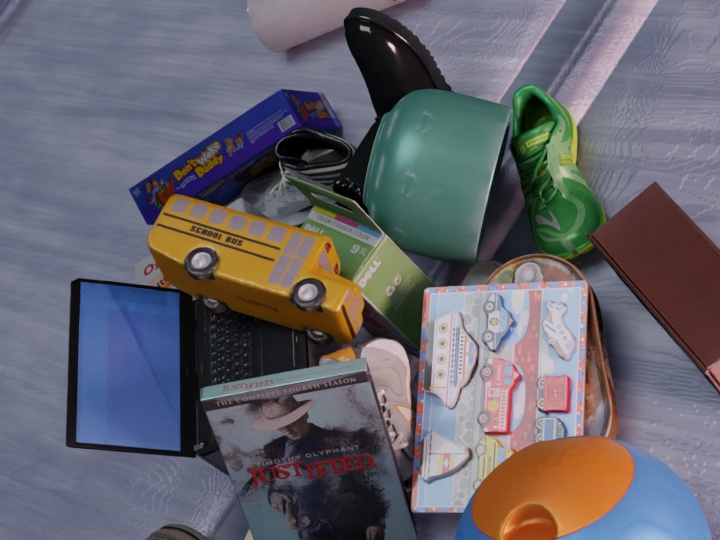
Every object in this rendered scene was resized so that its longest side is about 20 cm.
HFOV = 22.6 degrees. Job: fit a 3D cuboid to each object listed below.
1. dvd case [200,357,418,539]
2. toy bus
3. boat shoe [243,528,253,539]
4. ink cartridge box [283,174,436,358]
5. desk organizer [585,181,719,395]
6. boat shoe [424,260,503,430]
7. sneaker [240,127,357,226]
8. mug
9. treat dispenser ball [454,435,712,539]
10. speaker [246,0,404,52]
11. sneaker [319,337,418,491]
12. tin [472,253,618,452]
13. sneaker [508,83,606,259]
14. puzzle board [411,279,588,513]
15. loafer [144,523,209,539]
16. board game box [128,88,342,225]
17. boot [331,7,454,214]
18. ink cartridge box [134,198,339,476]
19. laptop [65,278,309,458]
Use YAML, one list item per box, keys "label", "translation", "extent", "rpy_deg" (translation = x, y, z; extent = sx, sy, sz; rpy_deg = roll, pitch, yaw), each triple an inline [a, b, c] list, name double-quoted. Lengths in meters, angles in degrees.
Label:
- label: "dvd case"
  translation: [-0.041, 0.167, 1.536]
  extent: [0.145, 0.201, 0.022]
  rpy_deg: [-10, 34, 8]
- label: "toy bus"
  translation: [-0.088, -0.001, 1.580]
  extent: [0.199, 0.065, 0.079]
  rpy_deg: [16, 62, 22]
- label: "boat shoe"
  translation: [-0.038, 0.199, 1.648]
  extent: [0.069, 0.074, 0.201]
  rpy_deg: [18, 82, 42]
- label: "ink cartridge box"
  translation: [0.000, 0.000, 1.659]
  extent: [0.104, 0.200, 0.059]
  rpy_deg: [25, 75, 46]
- label: "desk organizer"
  translation: [0.281, 0.019, 1.517]
  extent: [0.077, 0.072, 0.200]
  rpy_deg: [-40, 44, 5]
- label: "boat shoe"
  translation: [0.100, 0.072, 1.624]
  extent: [0.074, 0.068, 0.201]
  rpy_deg: [-11, 55, 33]
- label: "sneaker"
  translation: [-0.067, -0.105, 1.849]
  extent: [0.200, 0.115, 0.076]
  rpy_deg: [-6, 57, 39]
- label: "mug"
  translation: [0.068, -0.084, 1.664]
  extent: [0.114, 0.185, 0.153]
  rpy_deg: [14, 73, 5]
- label: "treat dispenser ball"
  translation: [0.169, 0.226, 1.363]
  extent: [0.200, 0.201, 0.202]
  rpy_deg: [-21, 50, 26]
- label: "speaker"
  translation: [-0.026, -0.310, 1.990]
  extent: [0.199, 0.081, 0.082]
  rpy_deg: [-19, 50, 29]
- label: "sneaker"
  translation: [0.022, 0.132, 1.564]
  extent: [0.075, 0.200, 0.092]
  rpy_deg: [-20, 58, 7]
- label: "tin"
  translation: [0.159, 0.085, 1.552]
  extent: [0.111, 0.042, 0.201]
  rpy_deg: [-12, 69, 15]
- label: "sneaker"
  translation: [0.171, -0.091, 1.672]
  extent: [0.074, 0.084, 0.201]
  rpy_deg: [-28, 47, 19]
- label: "puzzle board"
  translation: [0.118, 0.107, 1.534]
  extent: [0.150, 0.017, 0.201]
  rpy_deg: [-3, 72, 22]
- label: "loafer"
  translation: [-0.149, 0.295, 1.653]
  extent: [0.063, 0.072, 0.200]
  rpy_deg: [-18, 31, -36]
- label: "board game box"
  translation: [-0.130, -0.119, 1.899]
  extent: [0.199, 0.134, 0.045]
  rpy_deg: [-32, 84, 17]
- label: "boot"
  translation: [0.020, -0.134, 1.749]
  extent: [0.073, 0.198, 0.163]
  rpy_deg: [7, 59, 45]
- label: "ink cartridge box"
  translation: [-0.117, 0.066, 1.747]
  extent: [0.145, 0.145, 0.201]
  rpy_deg: [-30, 46, 19]
- label: "laptop"
  translation: [-0.153, 0.064, 1.599]
  extent: [0.199, 0.103, 0.178]
  rpy_deg: [-24, 52, 28]
